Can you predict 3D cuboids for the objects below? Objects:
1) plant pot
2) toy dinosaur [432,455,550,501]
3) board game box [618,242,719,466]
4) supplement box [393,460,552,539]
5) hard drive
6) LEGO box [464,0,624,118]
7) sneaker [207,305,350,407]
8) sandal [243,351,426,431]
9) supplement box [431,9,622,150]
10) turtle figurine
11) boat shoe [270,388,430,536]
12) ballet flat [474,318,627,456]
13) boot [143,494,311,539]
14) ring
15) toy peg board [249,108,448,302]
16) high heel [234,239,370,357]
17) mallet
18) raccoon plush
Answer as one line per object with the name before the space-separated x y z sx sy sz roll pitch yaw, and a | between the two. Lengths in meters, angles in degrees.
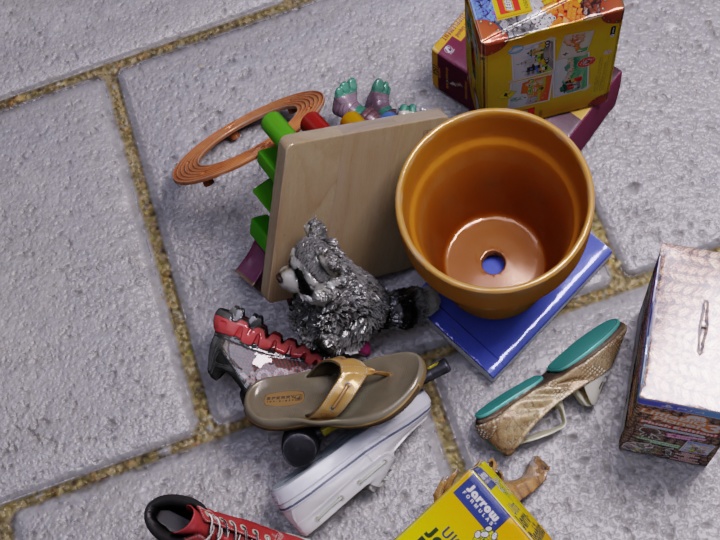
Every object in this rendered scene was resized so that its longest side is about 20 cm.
plant pot | 0.142 -0.038 1.317 0.197 0.184 0.203 -2 68 6
toy dinosaur | 0.121 0.262 1.296 0.106 0.061 0.201 35 76 16
board game box | 0.329 0.090 1.267 0.095 0.200 0.161 10 70 10
supplement box | 0.078 0.296 1.225 0.200 0.109 0.110 -44 79 7
hard drive | 0.168 0.009 1.409 0.132 0.025 0.200 41 78 19
LEGO box | 0.189 -0.238 1.318 0.147 0.200 0.078 -13 69 1
sneaker | -0.080 0.116 1.371 0.198 0.071 0.099 23 90 2
sandal | -0.030 0.119 1.284 0.197 0.054 0.081 -8 48 11
supplement box | 0.192 -0.226 1.467 0.199 0.086 0.111 36 75 17
turtle figurine | 0.064 -0.149 1.433 0.199 0.149 0.101 39 100 27
boat shoe | 0.000 0.205 1.336 0.199 0.074 0.067 -34 96 -6
ballet flat | 0.214 0.130 1.346 0.199 0.070 0.066 -34 95 -5
boot | -0.119 0.282 1.267 0.197 0.145 0.073 15 70 10
ring | -0.127 -0.149 1.438 0.199 0.200 0.019 -31 112 -7
toy peg board | -0.026 -0.092 1.358 0.197 0.202 0.098 -14 43 -29
high heel | -0.048 0.013 1.404 0.199 0.067 0.097 36 86 21
mallet | 0.004 0.144 1.329 0.198 0.066 0.042 -29 99 -3
raccoon plush | 0.000 0.000 1.314 0.198 0.135 0.097 -22 49 -35
